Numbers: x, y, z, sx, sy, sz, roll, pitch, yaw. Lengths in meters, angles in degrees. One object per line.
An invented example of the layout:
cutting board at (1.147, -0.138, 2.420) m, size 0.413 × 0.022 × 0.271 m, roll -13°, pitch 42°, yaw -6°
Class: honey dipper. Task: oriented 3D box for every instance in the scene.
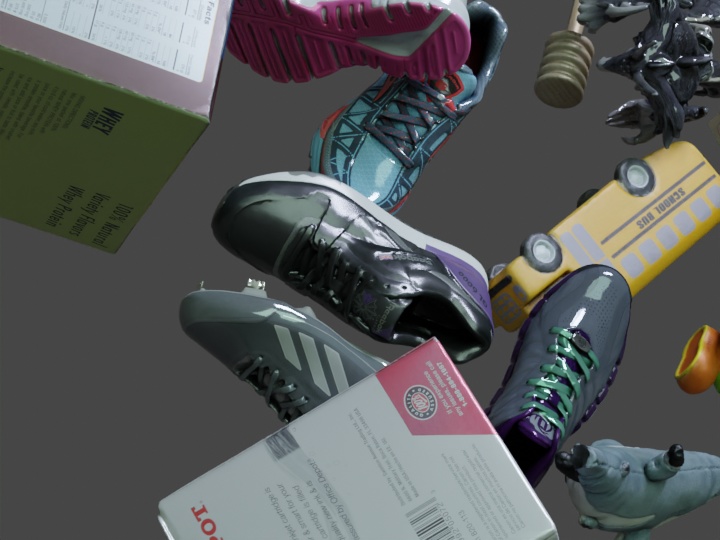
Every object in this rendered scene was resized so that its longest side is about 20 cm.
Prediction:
honey dipper at (0.166, -0.210, 1.628) m, size 0.038 × 0.038 × 0.201 m, roll 24°, pitch 57°, yaw -13°

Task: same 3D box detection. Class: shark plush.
shark plush at (0.175, 0.123, 1.404) m, size 0.200 × 0.083 × 0.091 m, roll 41°, pitch 35°, yaw -52°

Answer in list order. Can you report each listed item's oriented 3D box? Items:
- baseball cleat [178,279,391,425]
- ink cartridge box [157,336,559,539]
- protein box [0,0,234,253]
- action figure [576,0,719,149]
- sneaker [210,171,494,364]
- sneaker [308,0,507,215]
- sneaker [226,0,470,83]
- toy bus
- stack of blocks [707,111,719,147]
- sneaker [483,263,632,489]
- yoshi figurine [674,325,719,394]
baseball cleat at (-0.031, 0.083, 1.380) m, size 0.199 × 0.070 × 0.107 m, roll 23°, pitch 59°, yaw -13°
ink cartridge box at (0.000, 0.158, 1.293) m, size 0.199 × 0.083 × 0.147 m, roll -30°, pitch 66°, yaw -4°
protein box at (-0.202, -0.136, 1.325) m, size 0.199 × 0.199 × 0.136 m, roll 19°, pitch 61°, yaw -16°
action figure at (0.212, -0.150, 1.559) m, size 0.200 × 0.101 × 0.120 m, roll -19°, pitch 101°, yaw -62°
sneaker at (0.000, 0.000, 1.408) m, size 0.199 × 0.076 × 0.088 m, roll 20°, pitch 24°, yaw -15°
sneaker at (0.035, -0.117, 1.486) m, size 0.079 × 0.096 × 0.201 m, roll 37°, pitch 57°, yaw -5°
sneaker at (-0.012, -0.183, 1.475) m, size 0.198 × 0.082 × 0.089 m, roll 7°, pitch 47°, yaw 17°
toy bus at (0.171, -0.016, 1.522) m, size 0.200 × 0.065 × 0.078 m, roll -37°, pitch 87°, yaw -33°
stack of blocks at (0.339, -0.044, 1.614) m, size 0.115 × 0.059 × 0.201 m, roll -19°, pitch 76°, yaw -30°
sneaker at (0.126, 0.085, 1.404) m, size 0.074 × 0.087 × 0.201 m, roll 33°, pitch 81°, yaw -10°
yoshi figurine at (0.320, 0.108, 1.516) m, size 0.200 × 0.112 × 0.112 m, roll 39°, pitch 73°, yaw -7°
